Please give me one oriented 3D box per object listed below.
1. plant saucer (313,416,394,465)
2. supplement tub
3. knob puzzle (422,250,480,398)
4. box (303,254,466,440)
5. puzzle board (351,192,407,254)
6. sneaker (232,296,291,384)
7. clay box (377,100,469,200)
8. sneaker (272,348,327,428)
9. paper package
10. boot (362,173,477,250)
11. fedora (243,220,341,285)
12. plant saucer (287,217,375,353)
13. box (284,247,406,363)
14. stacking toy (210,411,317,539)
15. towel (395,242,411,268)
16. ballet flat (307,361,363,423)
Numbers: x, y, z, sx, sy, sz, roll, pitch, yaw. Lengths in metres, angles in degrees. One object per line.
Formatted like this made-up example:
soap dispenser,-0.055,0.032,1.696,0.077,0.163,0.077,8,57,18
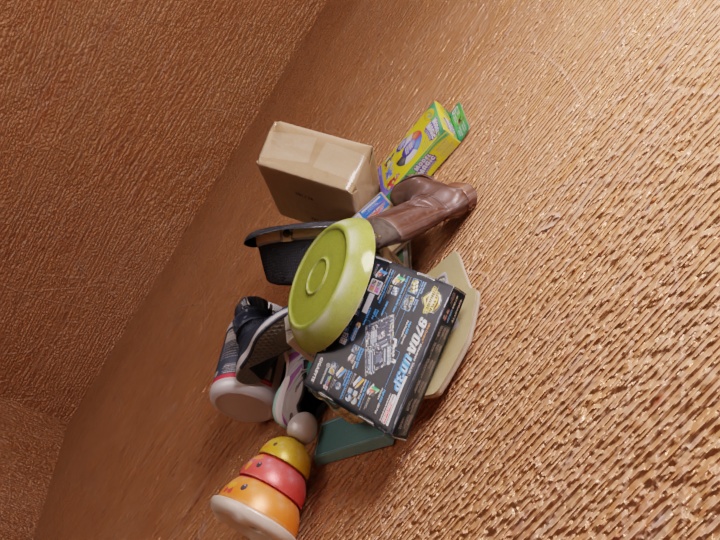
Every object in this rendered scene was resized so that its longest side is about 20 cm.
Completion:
plant saucer,-0.011,0.239,0.964,0.199,0.019,0.071,-34,35,48
supplement tub,-0.206,0.177,1.268,0.140,0.139,0.203,-37,33,42
knob puzzle,0.094,0.095,0.890,0.219,0.030,0.222,-38,34,30
box,0.028,0.092,0.847,0.157,0.046,0.203,21,86,36
puzzle board,-0.007,-0.032,1.100,0.199,0.017,0.151,-41,38,4
sneaker,-0.164,0.085,1.139,0.202,0.076,0.148,-46,37,34
clay box,0.111,-0.219,1.182,0.200,0.047,0.116,-49,27,28
sneaker,-0.080,0.172,1.104,0.139,0.077,0.205,-9,70,56
paper package,-0.071,-0.164,1.219,0.191,0.196,0.105,73,-142,-62
boot,0.051,-0.085,0.978,0.198,0.065,0.185,-30,20,-35
fedora,-0.090,-0.022,1.061,0.199,0.197,0.094,-11,84,60
plant saucer,-0.050,0.013,0.902,0.200,0.031,0.203,-43,33,37
box,-0.019,0.050,0.978,0.200,0.082,0.069,-43,28,14
stacking toy,-0.125,0.309,0.996,0.145,0.146,0.202,-25,31,52
towel,0.000,0.000,1.101,0.197,0.031,0.151,-24,43,25
ballet flat,-0.032,0.179,0.981,0.072,0.070,0.200,-61,20,-1
